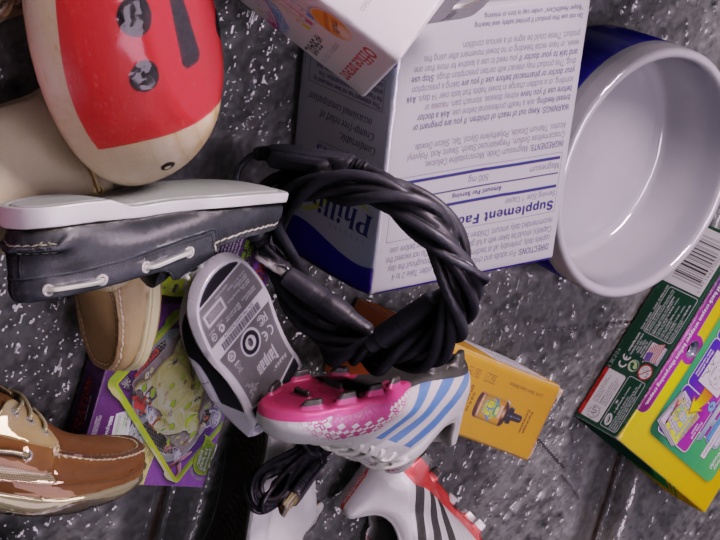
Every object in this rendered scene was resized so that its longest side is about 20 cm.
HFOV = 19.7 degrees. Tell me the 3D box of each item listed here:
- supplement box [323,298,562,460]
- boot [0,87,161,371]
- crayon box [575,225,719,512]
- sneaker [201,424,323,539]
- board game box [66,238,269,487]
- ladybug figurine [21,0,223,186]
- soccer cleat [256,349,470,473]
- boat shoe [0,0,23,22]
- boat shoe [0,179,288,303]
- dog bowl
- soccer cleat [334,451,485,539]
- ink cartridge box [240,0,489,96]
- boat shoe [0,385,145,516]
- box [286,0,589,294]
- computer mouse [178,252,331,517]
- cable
[{"bbox_3d":[0.066,0.085,1.585,0.199,0.069,0.067,24,94,-44],"label":"supplement box"},{"bbox_3d":[-0.203,-0.015,1.279,0.155,0.073,0.202,-21,118,-39],"label":"boot"},{"bbox_3d":[0.295,0.085,1.800,0.201,0.058,0.172,-57,137,-5],"label":"crayon box"},{"bbox_3d":[-0.068,0.201,1.510,0.084,0.073,0.201,11,101,-42],"label":"sneaker"},{"bbox_3d":[-0.129,0.050,1.416,0.119,0.032,0.201,10,103,-42],"label":"board game box"},{"bbox_3d":[-0.133,-0.144,1.215,0.136,0.071,0.201,-47,130,-45],"label":"ladybug figurine"},{"bbox_3d":[0.008,0.107,1.432,0.199,0.070,0.087,-12,111,-46],"label":"soccer cleat"},{"bbox_3d":[-0.225,-0.164,1.198,0.199,0.064,0.072,-25,125,-33],"label":"boat shoe"},{"bbox_3d":[-0.130,-0.020,1.253,0.199,0.075,0.061,-7,102,-35],"label":"boat shoe"},{"bbox_3d":[0.197,-0.086,1.614,0.199,0.079,0.202,-20,123,-35],"label":"dog bowl"},{"bbox_3d":[0.051,0.210,1.634,0.085,0.069,0.200,-43,130,-7],"label":"soccer cleat"},{"bbox_3d":[-0.011,-0.207,1.262,0.200,0.129,0.126,37,81,-4],"label":"ink cartridge box"},{"bbox_3d":[-0.229,0.113,1.311,0.199,0.075,0.074,-1,101,-33],"label":"boat shoe"},{"bbox_3d":[0.052,-0.103,1.454,0.183,0.105,0.202,-10,115,-40],"label":"box"},{"bbox_3d":[-0.075,0.070,1.417,0.110,0.044,0.201,-49,129,-33],"label":"computer mouse"},{"bbox_3d":[0.000,0.000,1.349,0.051,0.199,0.164,-35,124,-40],"label":"cable"}]
